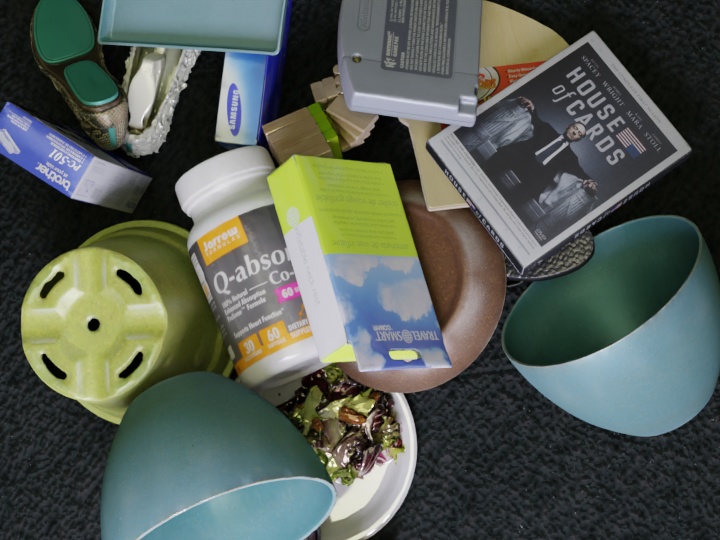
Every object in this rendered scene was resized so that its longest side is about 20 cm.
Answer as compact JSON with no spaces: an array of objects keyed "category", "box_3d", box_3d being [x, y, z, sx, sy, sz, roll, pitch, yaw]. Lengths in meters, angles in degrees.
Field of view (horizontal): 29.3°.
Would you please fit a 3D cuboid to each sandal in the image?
[{"category":"sandal","box_3d":[0.125,-0.016,1.293,0.198,0.045,0.076,-11,70,23]}]

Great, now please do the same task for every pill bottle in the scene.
[{"category":"pill bottle","box_3d":[-0.090,-0.002,1.247,0.115,0.116,0.202,-25,80,4]}]

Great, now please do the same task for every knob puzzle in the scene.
[{"category":"knob puzzle","box_3d":[0.130,-0.158,1.299,0.216,0.030,0.223,1,73,-3]}]

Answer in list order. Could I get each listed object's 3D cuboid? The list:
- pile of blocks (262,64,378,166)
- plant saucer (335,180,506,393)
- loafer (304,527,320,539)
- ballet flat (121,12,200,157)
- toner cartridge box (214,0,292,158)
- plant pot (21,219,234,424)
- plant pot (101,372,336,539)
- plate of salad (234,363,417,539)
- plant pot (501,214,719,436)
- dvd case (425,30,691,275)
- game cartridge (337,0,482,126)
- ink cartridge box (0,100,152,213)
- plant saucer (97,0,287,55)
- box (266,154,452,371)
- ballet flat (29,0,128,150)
[{"category":"pile of blocks","box_3d":[-0.006,-0.149,1.283,0.082,0.062,0.200,34,70,26]},{"category":"plant saucer","box_3d":[0.036,0.011,1.278,0.198,0.037,0.203,-4,78,21]},{"category":"loafer","box_3d":[-0.138,0.241,1.287,0.197,0.063,0.073,12,118,16]},{"category":"ballet flat","box_3d":[-0.191,-0.207,1.323,0.071,0.072,0.203,13,89,6]},{"category":"toner cartridge box","box_3d":[-0.097,-0.214,1.299,0.043,0.095,0.203,7,88,7]},{"category":"plant pot","box_3d":[-0.219,0.048,1.257,0.197,0.184,0.204,0,87,5]},{"category":"plant pot","box_3d":[-0.135,0.168,1.167,0.198,0.200,0.136,-27,63,4]},{"category":"plate of salad","box_3d":[-0.045,0.168,1.305,0.197,0.048,0.203,0,88,6]},{"category":"plant pot","box_3d":[0.244,0.066,1.222,0.199,0.200,0.135,-36,110,4]},{"category":"dvd case","box_3d":[0.181,-0.111,1.257,0.199,0.025,0.151,-34,76,-12]},{"category":"game cartridge","box_3d":[0.045,-0.223,1.262,0.131,0.042,0.202,6,57,1]},{"category":"ink cartridge box","box_3d":[-0.262,-0.100,1.258,0.093,0.200,0.045,32,91,6]},{"category":"plant saucer","box_3d":[-0.153,-0.236,1.262,0.198,0.019,0.071,8,89,25]},{"category":"box","box_3d":[0.000,0.000,1.208,0.047,0.121,0.202,-33,66,41]},{"category":"ballet flat","box_3d":[-0.269,-0.183,1.315,0.067,0.076,0.201,-18,48,-17]}]
